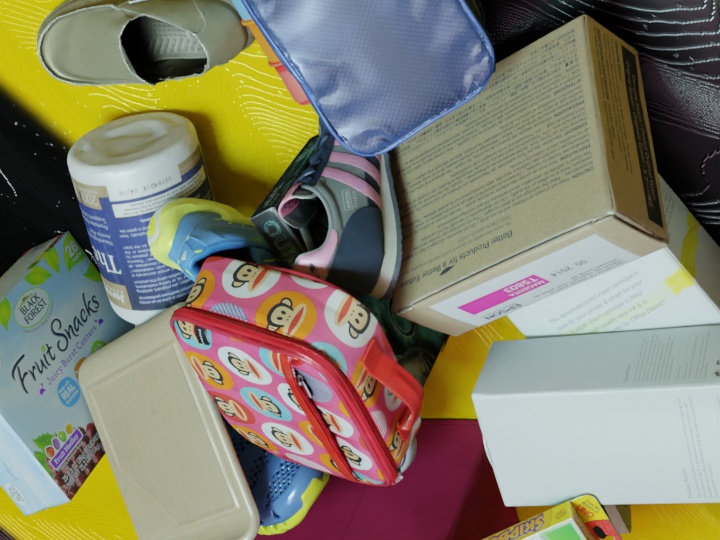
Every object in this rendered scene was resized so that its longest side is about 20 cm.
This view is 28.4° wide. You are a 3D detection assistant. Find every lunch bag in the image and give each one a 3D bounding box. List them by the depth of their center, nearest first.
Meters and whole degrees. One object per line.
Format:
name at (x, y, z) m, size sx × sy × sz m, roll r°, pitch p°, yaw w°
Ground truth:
lunch bag at (0.000, -0.201, 1.017) m, size 0.135 × 0.132 × 0.200 m, roll -28°, pitch 112°, yaw 12°
lunch bag at (-0.032, 0.079, 1.054) m, size 0.175 × 0.082 × 0.200 m, roll 14°, pitch 150°, yaw 29°

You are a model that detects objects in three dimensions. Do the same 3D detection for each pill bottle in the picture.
pill bottle at (-0.172, -0.024, 1.217) m, size 0.110 × 0.111 × 0.201 m, roll 1°, pitch 122°, yaw 21°

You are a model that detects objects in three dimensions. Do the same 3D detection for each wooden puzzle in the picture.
wooden puzzle at (-0.159, 0.144, 1.191) m, size 0.185 × 0.037 × 0.201 m, roll -27°, pitch 78°, yaw 49°

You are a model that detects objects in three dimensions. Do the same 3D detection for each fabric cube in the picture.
fabric cube at (0.024, 0.270, 1.277) m, size 0.199 × 0.200 × 0.197 m, roll -2°, pitch 122°, yaw 23°

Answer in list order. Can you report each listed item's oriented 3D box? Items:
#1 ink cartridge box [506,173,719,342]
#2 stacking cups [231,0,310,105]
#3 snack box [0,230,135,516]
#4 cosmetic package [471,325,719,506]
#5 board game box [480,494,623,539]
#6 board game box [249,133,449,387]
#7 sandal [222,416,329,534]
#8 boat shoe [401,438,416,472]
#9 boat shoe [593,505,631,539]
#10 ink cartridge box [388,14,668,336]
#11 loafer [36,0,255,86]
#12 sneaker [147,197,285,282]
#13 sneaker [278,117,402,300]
ink cartridge box at (0.210, 0.022, 1.110) m, size 0.145 × 0.084 × 0.200 m, roll -33°, pitch 106°, yaw 35°
stacking cups at (-0.080, -0.221, 1.092) m, size 0.060 × 0.061 × 0.201 m, roll -15°, pitch 120°, yaw 29°
snack box at (-0.282, 0.089, 1.281) m, size 0.067 × 0.200 × 0.169 m, roll -22°, pitch 111°, yaw 32°
cosmetic package at (0.195, 0.111, 1.072) m, size 0.199 × 0.081 × 0.113 m, roll -3°, pitch 121°, yaw 25°
board game box at (0.113, 0.249, 1.107) m, size 0.199 × 0.030 × 0.096 m, roll -29°, pitch 115°, yaw 15°
board game box at (0.000, 0.000, 1.149) m, size 0.028 × 0.135 × 0.200 m, roll -24°, pitch 111°, yaw 32°
sandal at (-0.102, 0.163, 1.200) m, size 0.087 × 0.080 × 0.200 m, roll 47°, pitch 156°, yaw -28°
boat shoe at (-0.048, 0.120, 1.211) m, size 0.199 × 0.070 × 0.071 m, roll 29°, pitch 106°, yaw 24°
boat shoe at (0.172, 0.151, 1.217) m, size 0.067 × 0.072 × 0.201 m, roll -13°, pitch 118°, yaw 24°
ink cartridge box at (0.113, -0.064, 1.032) m, size 0.199 × 0.166 × 0.075 m, roll -25°, pitch 146°, yaw 37°
loafer at (-0.183, -0.186, 1.142) m, size 0.199 × 0.068 × 0.076 m, roll -5°, pitch 120°, yaw 25°
sneaker at (-0.069, -0.002, 1.146) m, size 0.199 × 0.105 × 0.076 m, roll 5°, pitch 113°, yaw -26°
sneaker at (-0.023, -0.067, 1.073) m, size 0.082 × 0.201 × 0.070 m, roll 6°, pitch 135°, yaw -19°
